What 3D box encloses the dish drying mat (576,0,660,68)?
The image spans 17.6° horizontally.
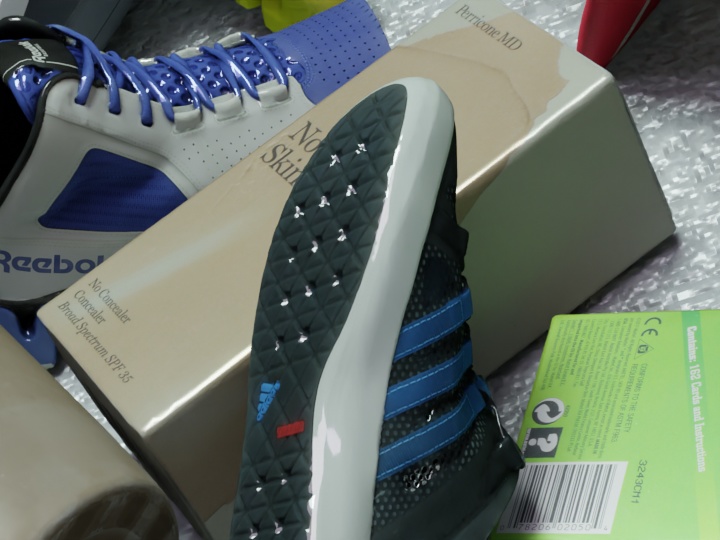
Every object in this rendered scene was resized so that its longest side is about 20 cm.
[{"bbox_3d":[0.111,-0.145,0.821,0.018,0.200,0.077,35,66,12],"label":"dish drying mat"}]

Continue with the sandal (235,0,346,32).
[{"bbox_3d":[-0.062,-0.183,0.990,0.200,0.080,0.087,41,74,9],"label":"sandal"}]

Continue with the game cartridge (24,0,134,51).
[{"bbox_3d":[-0.198,-0.108,1.067,0.199,0.042,0.134,4,54,32],"label":"game cartridge"}]

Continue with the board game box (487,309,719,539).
[{"bbox_3d":[0.143,0.052,0.715,0.199,0.030,0.096,-5,46,29],"label":"board game box"}]

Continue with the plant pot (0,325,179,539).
[{"bbox_3d":[-0.159,0.084,0.750,0.173,0.200,0.200,24,61,24],"label":"plant pot"}]

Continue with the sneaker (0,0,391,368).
[{"bbox_3d":[-0.080,-0.054,0.882,0.199,0.115,0.081,-32,41,-5],"label":"sneaker"}]

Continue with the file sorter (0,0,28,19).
[{"bbox_3d":[-0.206,-0.173,0.944,0.139,0.124,0.201,36,110,47],"label":"file sorter"}]

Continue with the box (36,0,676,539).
[{"bbox_3d":[0.000,0.000,0.809,0.200,0.078,0.095,-38,40,-11],"label":"box"}]

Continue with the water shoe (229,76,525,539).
[{"bbox_3d":[0.010,0.042,0.721,0.071,0.079,0.201,-8,67,57],"label":"water shoe"}]
